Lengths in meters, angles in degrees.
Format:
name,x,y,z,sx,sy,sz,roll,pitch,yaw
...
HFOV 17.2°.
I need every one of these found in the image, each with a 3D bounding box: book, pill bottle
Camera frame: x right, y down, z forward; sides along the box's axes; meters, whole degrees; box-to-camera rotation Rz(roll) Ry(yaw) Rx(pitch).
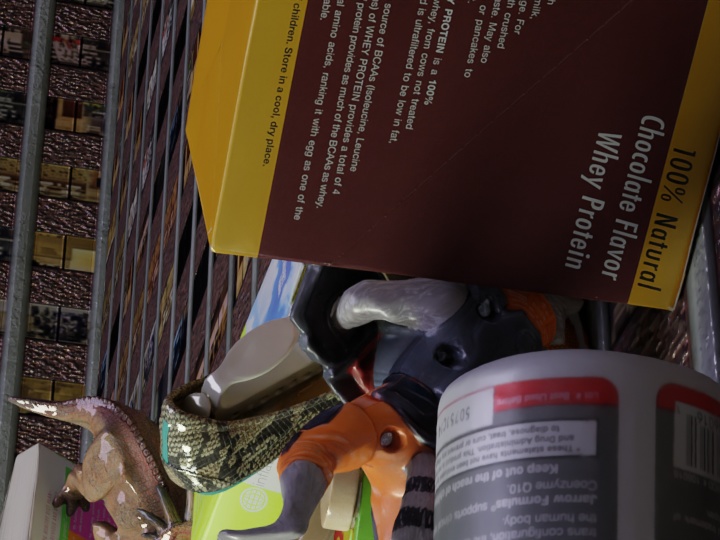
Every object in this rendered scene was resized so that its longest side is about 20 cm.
name,x,y,z,sx,sy,sz,roll,pitch,yaw
book,-0.156,0.217,1.601,0.048,0.200,0.134,-29,40,36
pill bottle,0.080,0.140,0.864,0.114,0.113,0.202,123,153,-65

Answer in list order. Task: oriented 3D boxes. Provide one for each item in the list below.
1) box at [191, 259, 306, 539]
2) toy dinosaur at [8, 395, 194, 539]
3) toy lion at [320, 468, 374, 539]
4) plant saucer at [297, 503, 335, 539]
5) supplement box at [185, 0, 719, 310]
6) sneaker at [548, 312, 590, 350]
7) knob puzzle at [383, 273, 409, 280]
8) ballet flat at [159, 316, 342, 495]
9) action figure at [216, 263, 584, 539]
name,x,y,z,sx,sy,sz,roll,pitch,yaw
box,-0.048,0.060,1.393,0.122,0.047,0.201,-93,23,-63
toy dinosaur,-0.136,0.136,1.508,0.201,0.086,0.136,53,160,3
toy lion,0.000,0.180,1.321,0.200,0.068,0.193,-114,32,-84
plant saucer,-0.030,0.129,1.508,0.201,0.029,0.201,-57,18,30
supplement box,0.045,-0.110,0.983,0.133,0.198,0.199,-109,29,-64
sneaker,0.065,0.013,1.115,0.073,0.076,0.202,127,144,-66
knob puzzle,0.000,0.000,1.142,0.221,0.030,0.220,60,-177,-6
ballet flat,-0.018,0.047,1.244,0.068,0.199,0.076,42,149,40
action figure,0.043,0.083,0.989,0.104,0.200,0.194,-10,42,50
